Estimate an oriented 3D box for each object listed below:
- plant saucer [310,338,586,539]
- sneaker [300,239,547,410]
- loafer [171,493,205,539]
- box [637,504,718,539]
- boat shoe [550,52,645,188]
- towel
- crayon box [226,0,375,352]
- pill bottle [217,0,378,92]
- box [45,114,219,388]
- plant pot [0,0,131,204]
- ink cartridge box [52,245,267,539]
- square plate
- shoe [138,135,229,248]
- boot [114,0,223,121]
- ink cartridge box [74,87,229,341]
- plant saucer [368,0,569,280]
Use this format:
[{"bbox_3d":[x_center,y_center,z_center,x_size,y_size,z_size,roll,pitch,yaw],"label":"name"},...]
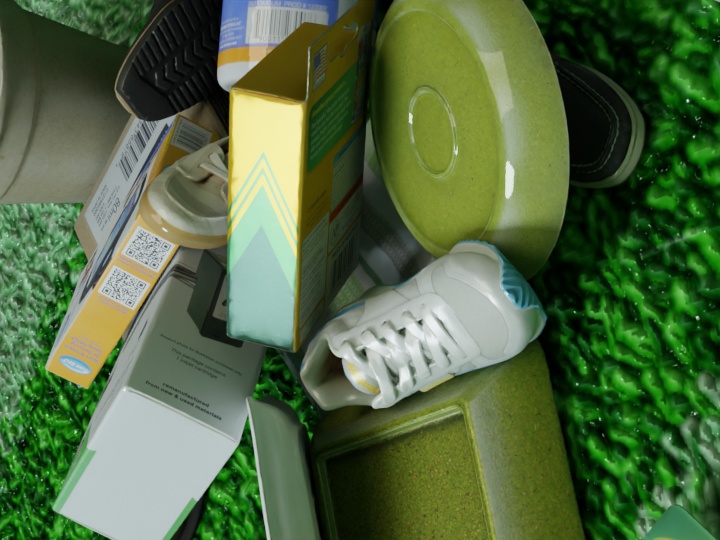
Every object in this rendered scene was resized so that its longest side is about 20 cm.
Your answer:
[{"bbox_3d":[0.043,0.163,0.881,0.200,0.048,0.201,-25,69,41],"label":"plant saucer"},{"bbox_3d":[0.035,0.042,0.849,0.077,0.081,0.200,52,149,-6],"label":"sneaker"},{"bbox_3d":[-0.162,0.157,1.141,0.073,0.071,0.201,46,119,44],"label":"loafer"},{"bbox_3d":[0.162,0.233,0.748,0.117,0.048,0.201,47,123,44],"label":"box"},{"bbox_3d":[0.088,-0.108,0.871,0.201,0.066,0.072,41,116,46],"label":"boat shoe"},{"bbox_3d":[0.000,0.000,0.995,0.149,0.031,0.201,52,124,40],"label":"towel"},{"bbox_3d":[-0.037,-0.068,0.889,0.051,0.126,0.201,13,120,14],"label":"crayon box"},{"bbox_3d":[-0.040,-0.224,1.011,0.112,0.112,0.201,1,85,51],"label":"pill bottle"},{"bbox_3d":[-0.173,-0.006,1.045,0.200,0.041,0.119,-51,18,31],"label":"box"},{"bbox_3d":[-0.267,-0.135,1.224,0.200,0.183,0.202,-10,78,51],"label":"plant pot"},{"bbox_3d":[-0.125,0.071,0.989,0.146,0.084,0.200,-55,13,38],"label":"ink cartridge box"},{"bbox_3d":[-0.037,0.177,0.918,0.200,0.028,0.199,83,177,-85],"label":"square plate"},{"bbox_3d":[-0.082,-0.070,0.966,0.070,0.200,0.054,33,119,12],"label":"shoe"},{"bbox_3d":[-0.149,-0.203,1.113,0.138,0.078,0.200,16,58,41],"label":"boot"},{"bbox_3d":[-0.140,-0.050,1.142,0.200,0.075,0.165,-57,45,28],"label":"ink cartridge box"},{"bbox_3d":[0.054,-0.084,0.846,0.200,0.031,0.201,39,135,52],"label":"plant saucer"}]
